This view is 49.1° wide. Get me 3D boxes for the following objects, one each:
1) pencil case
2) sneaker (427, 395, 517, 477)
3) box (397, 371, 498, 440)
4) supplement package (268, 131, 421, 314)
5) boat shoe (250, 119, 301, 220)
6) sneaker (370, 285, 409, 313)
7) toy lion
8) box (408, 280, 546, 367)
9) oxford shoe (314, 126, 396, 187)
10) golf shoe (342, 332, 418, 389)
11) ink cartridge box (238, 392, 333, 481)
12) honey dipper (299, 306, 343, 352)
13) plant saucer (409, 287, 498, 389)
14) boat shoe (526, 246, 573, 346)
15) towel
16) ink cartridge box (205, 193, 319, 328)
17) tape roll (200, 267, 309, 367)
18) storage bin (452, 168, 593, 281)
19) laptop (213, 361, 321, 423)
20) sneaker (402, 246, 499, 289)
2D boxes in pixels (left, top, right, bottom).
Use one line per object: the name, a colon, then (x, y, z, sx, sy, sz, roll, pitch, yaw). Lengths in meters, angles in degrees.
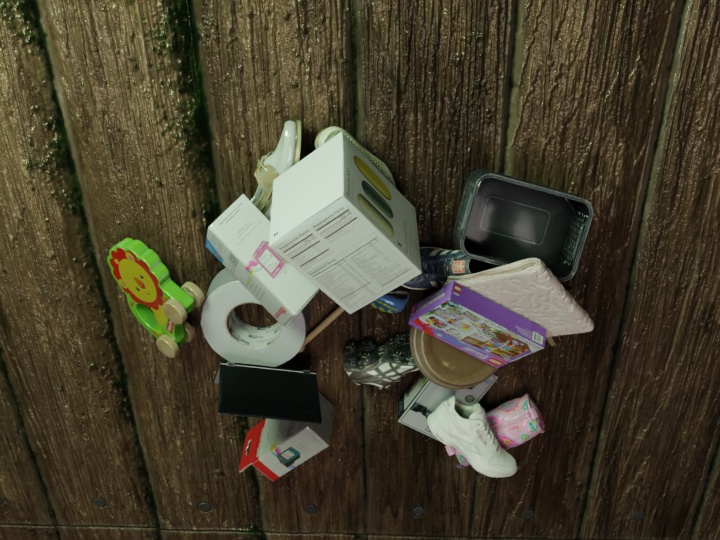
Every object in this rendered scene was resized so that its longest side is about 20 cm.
pencil case: (0.268, 0.321, 1.576, 0.197, 0.088, 0.088, -27, 118, 18)
sneaker: (0.226, 0.317, 1.498, 0.198, 0.075, 0.100, 35, 114, -5)
box: (0.168, 0.234, 1.541, 0.115, 0.061, 0.201, 27, 120, -13)
supplement package: (-0.022, -0.070, 1.236, 0.149, 0.154, 0.200, -30, 130, 26)
boat shoe: (-0.141, -0.156, 1.302, 0.067, 0.075, 0.203, 10, 124, -10)
sneaker: (0.000, 0.000, 1.402, 0.197, 0.084, 0.071, 29, 156, 1)
toy lion: (-0.380, 0.040, 1.427, 0.190, 0.069, 0.201, 37, 141, 7)
box: (0.198, 0.095, 1.347, 0.197, 0.040, 0.137, 27, 149, -17)
oxford shoe: (-0.006, -0.168, 1.302, 0.076, 0.058, 0.200, -49, 127, -3)
golf shoe: (0.066, 0.178, 1.510, 0.195, 0.079, 0.096, -4, 131, 15)
ink cartridge box: (-0.150, 0.339, 1.593, 0.199, 0.117, 0.067, -36, 115, 24)
honey dipper: (-0.061, 0.095, 1.481, 0.038, 0.038, 0.200, 37, 119, -19)
plant saucer: (0.186, 0.121, 1.437, 0.195, 0.029, 0.205, -2, 99, -10)
boat shoe: (0.345, 0.045, 1.407, 0.070, 0.073, 0.204, -13, 114, 12)
towel: (0.264, 0.054, 1.315, 0.188, 0.033, 0.199, -11, 141, 41)
ink cartridge box: (-0.160, -0.011, 1.316, 0.085, 0.144, 0.200, -44, 92, -17)
tape roll: (-0.194, 0.084, 1.464, 0.195, 0.067, 0.204, 1, 123, 2)
storage bin: (0.262, -0.076, 1.293, 0.196, 0.094, 0.138, 14, 101, -3)
laptop: (-0.179, 0.241, 1.468, 0.183, 0.118, 0.200, 8, 155, -13)
sneaker: (0.152, -0.005, 1.357, 0.195, 0.084, 0.077, -2, 89, -9)
